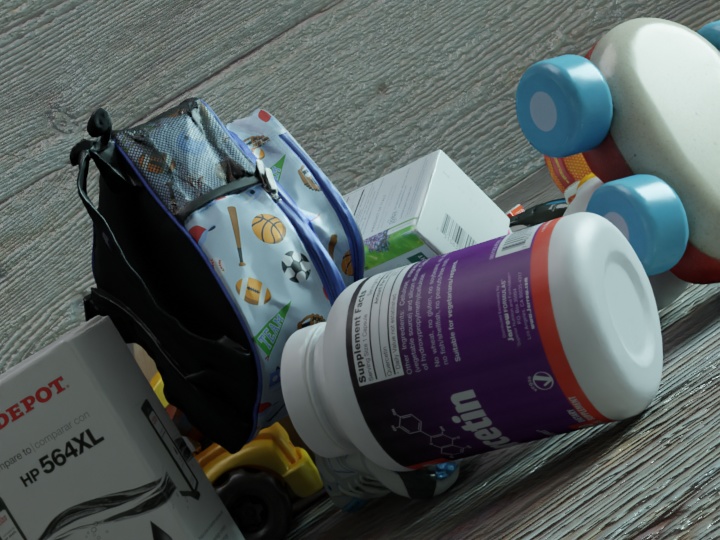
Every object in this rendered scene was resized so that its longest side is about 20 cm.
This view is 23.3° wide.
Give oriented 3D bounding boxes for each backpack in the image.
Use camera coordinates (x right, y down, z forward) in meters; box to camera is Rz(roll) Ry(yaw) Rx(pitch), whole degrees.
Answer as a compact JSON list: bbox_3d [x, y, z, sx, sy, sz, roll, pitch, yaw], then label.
[{"bbox_3d":[-0.083,0.007,1.100,0.153,0.191,0.200,-23,-29,-19],"label":"backpack"}]

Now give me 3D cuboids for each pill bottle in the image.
[{"bbox_3d":[0.059,0.046,0.963,0.199,0.113,0.112,-18,9,28],"label":"pill bottle"}]

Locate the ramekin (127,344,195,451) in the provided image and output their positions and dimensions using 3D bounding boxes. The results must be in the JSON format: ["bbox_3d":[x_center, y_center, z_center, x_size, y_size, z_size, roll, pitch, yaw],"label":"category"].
[{"bbox_3d":[-0.135,0.110,1.554,0.094,0.204,0.202,-21,-1,-17],"label":"ramekin"}]

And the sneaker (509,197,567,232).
[{"bbox_3d":[0.145,-0.013,1.440,0.199,0.082,0.073,-12,2,23],"label":"sneaker"}]

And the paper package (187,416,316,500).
[{"bbox_3d":[-0.010,0.078,1.388,0.199,0.104,0.191,-32,9,29],"label":"paper package"}]

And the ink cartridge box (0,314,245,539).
[{"bbox_3d":[-0.176,0.152,1.090,0.146,0.201,0.084,-31,3,13],"label":"ink cartridge box"}]

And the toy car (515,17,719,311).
[{"bbox_3d":[0.178,-0.045,1.148,0.183,0.178,0.200,-16,-22,-33],"label":"toy car"}]

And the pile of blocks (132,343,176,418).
[{"bbox_3d":[-0.140,0.087,1.350,0.082,0.063,0.200,-3,-28,-15],"label":"pile of blocks"}]

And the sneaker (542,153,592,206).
[{"bbox_3d":[0.209,-0.100,1.281,0.199,0.078,0.073,-13,-14,-48],"label":"sneaker"}]

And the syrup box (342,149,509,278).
[{"bbox_3d":[0.000,0.000,1.212,0.199,0.079,0.082,-24,34,39],"label":"syrup box"}]

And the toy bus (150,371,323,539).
[{"bbox_3d":[-0.150,0.135,1.245,0.199,0.193,0.136,-30,1,-4],"label":"toy bus"}]

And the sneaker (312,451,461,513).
[{"bbox_3d":[0.012,0.120,1.111,0.074,0.087,0.200,12,9,-16],"label":"sneaker"}]

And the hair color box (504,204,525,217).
[{"bbox_3d":[0.114,-0.003,1.583,0.111,0.064,0.200,-37,-3,8],"label":"hair color box"}]

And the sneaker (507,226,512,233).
[{"bbox_3d":[0.116,0.037,1.177,0.081,0.088,0.200,-40,24,11],"label":"sneaker"}]
